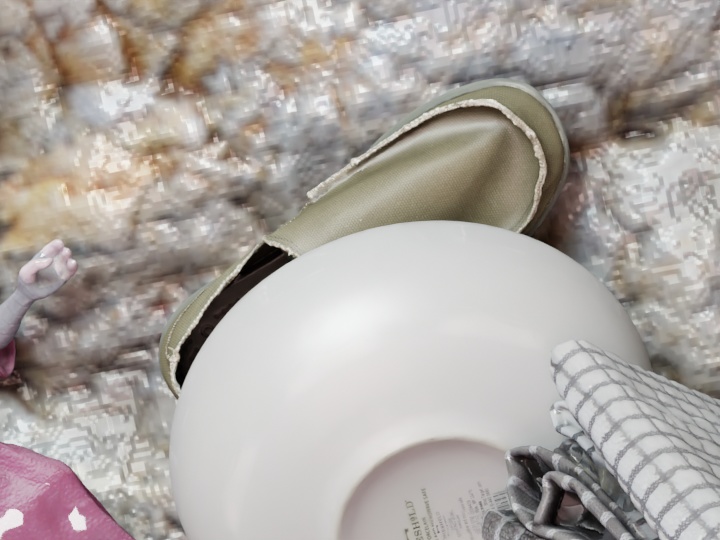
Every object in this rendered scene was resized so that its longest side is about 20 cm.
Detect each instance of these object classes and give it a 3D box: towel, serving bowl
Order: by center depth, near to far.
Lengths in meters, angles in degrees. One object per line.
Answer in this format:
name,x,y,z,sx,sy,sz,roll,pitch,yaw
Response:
towel,0.155,0.124,0.930,0.199,0.166,0.086,23,106,-34
serving bowl,0.027,0.084,0.992,0.199,0.066,0.201,-4,118,-8

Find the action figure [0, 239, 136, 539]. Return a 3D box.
action figure,-0.176,0.074,1.057,0.201,0.134,0.149,60,147,8

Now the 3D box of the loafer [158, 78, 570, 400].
loafer,0.000,0.000,1.014,0.200,0.070,0.075,-39,93,13
